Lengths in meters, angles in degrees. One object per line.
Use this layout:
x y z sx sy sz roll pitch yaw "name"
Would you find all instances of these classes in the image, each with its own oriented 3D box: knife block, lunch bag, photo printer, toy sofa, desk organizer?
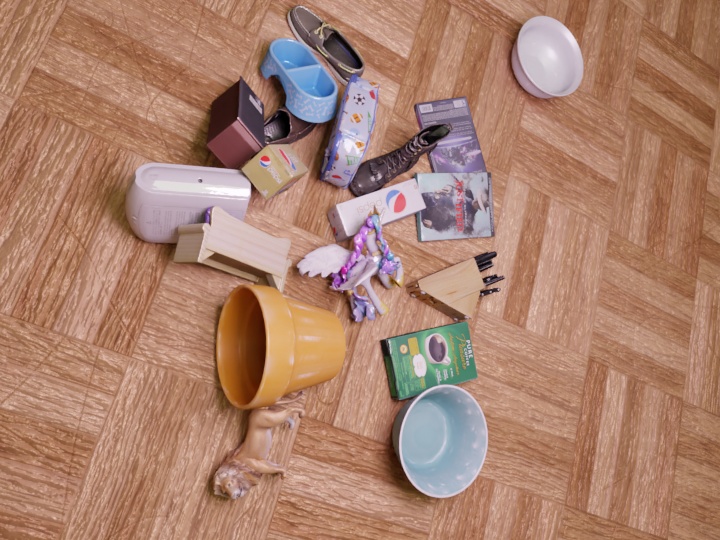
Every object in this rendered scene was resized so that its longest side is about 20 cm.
0.213 0.007 1.219 0.197 0.064 0.179 28 71 -16 "knife block"
-0.025 -0.267 1.117 0.074 0.160 0.205 19 70 -10 "lunch bag"
-0.298 -0.109 0.969 0.194 0.167 0.071 1 62 -22 "photo printer"
-0.218 -0.033 0.990 0.198 0.081 0.100 24 72 -46 "toy sofa"
-0.226 -0.269 1.032 0.076 0.202 0.072 -32 126 14 "desk organizer"

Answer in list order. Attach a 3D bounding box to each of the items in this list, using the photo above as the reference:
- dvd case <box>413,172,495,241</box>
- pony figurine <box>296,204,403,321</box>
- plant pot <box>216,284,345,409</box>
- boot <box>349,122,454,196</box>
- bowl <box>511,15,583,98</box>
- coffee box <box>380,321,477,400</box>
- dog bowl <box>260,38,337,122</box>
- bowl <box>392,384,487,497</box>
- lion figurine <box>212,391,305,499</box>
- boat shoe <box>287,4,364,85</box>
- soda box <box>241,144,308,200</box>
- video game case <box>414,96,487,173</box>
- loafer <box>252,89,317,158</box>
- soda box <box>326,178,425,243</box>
0.211 -0.143 1.256 0.195 0.022 0.151 -4 91 -25 "dvd case"
0.000 0.000 1.077 0.192 0.165 0.203 -38 130 -23 "pony figurine"
-0.131 0.132 0.994 0.180 0.198 0.207 5 78 -38 "plant pot"
0.079 -0.232 1.142 0.198 0.173 0.070 -35 94 -24 "boot"
0.442 -0.507 1.391 0.196 0.090 0.208 4 80 -22 "bowl"
0.144 0.184 1.169 0.195 0.044 0.127 -11 86 -24 "coffee box"
-0.117 -0.379 1.111 0.110 0.050 0.202 -22 67 -34 "dog bowl"
0.141 0.324 1.106 0.195 0.105 0.207 3 83 -22 "bowl"
-0.178 0.299 0.989 0.120 0.072 0.206 18 82 -20 "lion figurine"
-0.069 -0.481 1.186 0.201 0.060 0.072 44 68 -10 "boat shoe"
-0.149 -0.182 1.024 0.064 0.200 0.068 -38 98 10 "soda box"
0.210 -0.291 1.294 0.139 0.019 0.206 -14 87 -24 "video game case"
-0.139 -0.291 1.117 0.073 0.071 0.200 46 67 -9 "loafer"
0.034 -0.124 1.166 0.196 0.063 0.070 -22 89 -25 "soda box"
